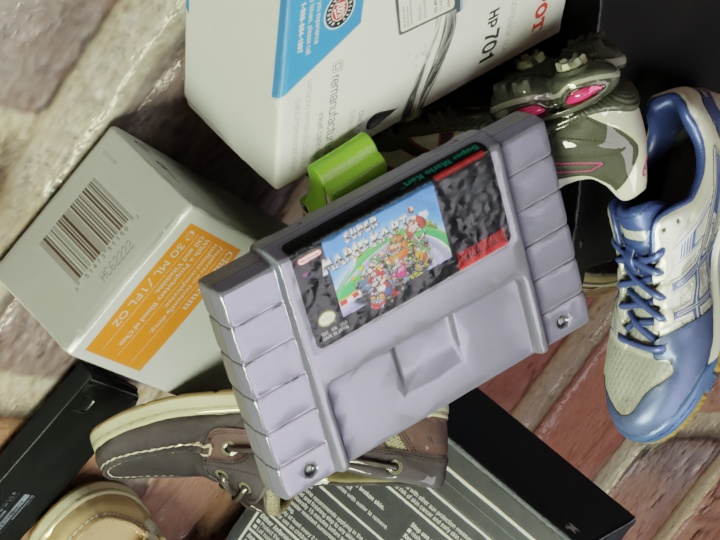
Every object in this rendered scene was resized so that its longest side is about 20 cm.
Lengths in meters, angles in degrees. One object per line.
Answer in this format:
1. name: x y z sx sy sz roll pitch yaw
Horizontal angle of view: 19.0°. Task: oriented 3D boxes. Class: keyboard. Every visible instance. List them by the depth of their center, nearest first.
1. keyboard: -0.214 0.130 1.201 0.200 0.021 0.127 -50 158 3

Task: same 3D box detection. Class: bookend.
1. bookend: 0.158 -0.107 1.263 0.200 0.092 0.199 -16 118 -43

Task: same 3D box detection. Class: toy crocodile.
1. toy crocodile: 0.000 0.000 1.144 0.067 0.062 0.200 -36 145 -15

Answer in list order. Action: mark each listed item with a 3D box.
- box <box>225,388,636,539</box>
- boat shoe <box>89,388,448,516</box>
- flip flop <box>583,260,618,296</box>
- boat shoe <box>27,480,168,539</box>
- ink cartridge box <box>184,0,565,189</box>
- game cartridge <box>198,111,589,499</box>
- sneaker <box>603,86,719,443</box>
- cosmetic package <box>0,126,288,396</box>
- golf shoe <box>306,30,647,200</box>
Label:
1. box: 0.037 0.183 1.402 0.199 0.200 0.123 -56 162 19
2. boat shoe: -0.049 0.099 1.155 0.199 0.065 0.072 -7 163 8
3. flip flop: 0.137 -0.014 1.372 0.058 0.081 0.200 -39 161 24
4. boat shoe: -0.138 0.188 1.323 0.074 0.069 0.200 -46 153 -4
5. ink cartridge box: 0.014 -0.154 1.079 0.200 0.086 0.147 -29 149 -26
6. game cartridge: 0.022 0.015 1.083 0.200 0.038 0.130 -29 125 -22
7. sneaker: 0.163 -0.006 1.196 0.088 0.075 0.201 17 86 -45
8. cosmetic package: -0.094 0.008 1.153 0.102 0.071 0.200 -50 152 6
9. golf shoe: 0.058 -0.061 1.161 0.077 0.199 0.088 -50 123 -54
